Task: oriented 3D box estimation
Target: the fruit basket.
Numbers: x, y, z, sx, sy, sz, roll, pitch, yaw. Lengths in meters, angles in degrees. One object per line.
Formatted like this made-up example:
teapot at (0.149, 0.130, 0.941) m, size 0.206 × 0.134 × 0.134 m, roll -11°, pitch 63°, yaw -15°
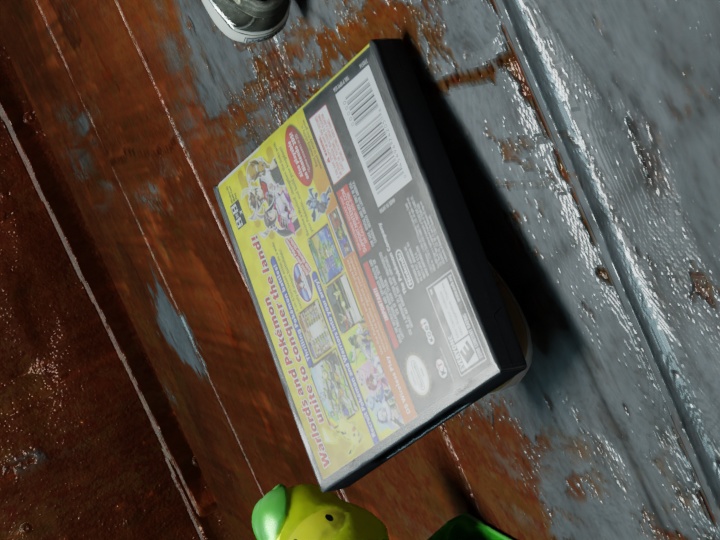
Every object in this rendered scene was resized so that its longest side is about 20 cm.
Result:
fruit basket at (0.009, 0.235, 1.500) m, size 0.217 × 0.214 × 0.155 m, roll 66°, pitch 167°, yaw -11°

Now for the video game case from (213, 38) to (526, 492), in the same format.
video game case at (0.000, 0.000, 1.223) m, size 0.181 × 0.025 × 0.202 m, roll -38°, pitch 67°, yaw 46°

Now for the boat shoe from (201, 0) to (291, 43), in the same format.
boat shoe at (-0.105, -0.238, 1.356) m, size 0.201 × 0.070 × 0.064 m, roll 54°, pitch 166°, yaw 10°

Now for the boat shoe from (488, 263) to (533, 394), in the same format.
boat shoe at (0.040, 0.010, 1.265) m, size 0.200 × 0.071 × 0.069 m, roll 44°, pitch -176°, yaw 39°
